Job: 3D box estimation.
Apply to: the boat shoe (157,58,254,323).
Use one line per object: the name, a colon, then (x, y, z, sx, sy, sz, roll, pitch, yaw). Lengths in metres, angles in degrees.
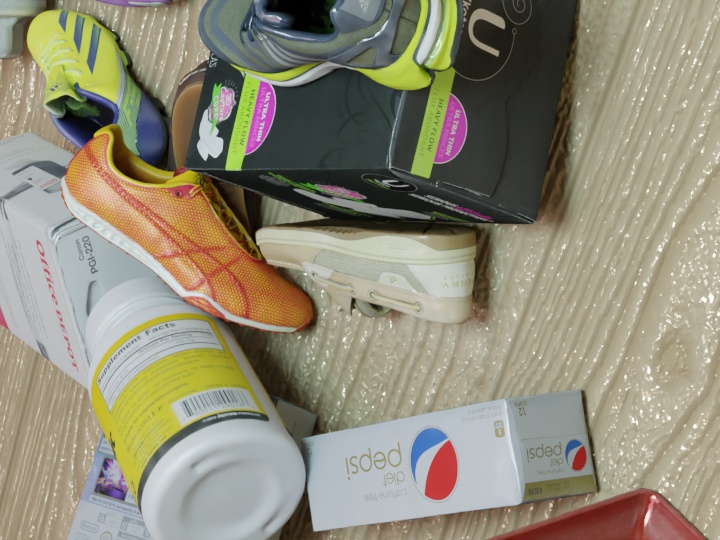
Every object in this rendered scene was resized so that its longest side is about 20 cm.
boat shoe: (-0.108, -0.054, 1.314, 0.070, 0.070, 0.201, -92, 9, -65)

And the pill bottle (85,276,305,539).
pill bottle: (-0.121, 0.092, 1.230, 0.200, 0.111, 0.112, 56, 132, 48)

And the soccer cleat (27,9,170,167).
soccer cleat: (-0.221, -0.147, 1.422, 0.200, 0.083, 0.065, 49, 126, 36)

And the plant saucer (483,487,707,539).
plant saucer: (0.139, 0.208, 0.934, 0.200, 0.199, 0.037, 45, 134, 38)

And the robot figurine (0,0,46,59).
robot figurine: (-0.317, -0.276, 1.500, 0.170, 0.112, 0.201, -99, 10, -82)

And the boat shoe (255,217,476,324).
boat shoe: (0.000, 0.000, 1.182, 0.199, 0.072, 0.065, 6, 103, 50)

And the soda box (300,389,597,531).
soda box: (0.051, 0.120, 1.129, 0.200, 0.068, 0.064, -18, 79, 49)

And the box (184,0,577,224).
box: (0.010, -0.114, 1.099, 0.199, 0.124, 0.149, 5, 80, 49)

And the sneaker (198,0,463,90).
sneaker: (-0.033, -0.146, 1.000, 0.199, 0.081, 0.074, 6, 80, 50)

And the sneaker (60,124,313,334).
sneaker: (-0.112, -0.025, 1.249, 0.077, 0.200, 0.073, -53, 9, 14)

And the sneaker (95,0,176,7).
sneaker: (-0.198, -0.268, 1.395, 0.200, 0.075, 0.100, 41, 122, 41)

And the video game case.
video game case: (-0.132, 0.173, 1.323, 0.199, 0.045, 0.182, 6, 77, 49)

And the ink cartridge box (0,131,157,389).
ink cartridge box: (-0.229, -0.009, 1.396, 0.200, 0.085, 0.146, 29, 138, 52)
